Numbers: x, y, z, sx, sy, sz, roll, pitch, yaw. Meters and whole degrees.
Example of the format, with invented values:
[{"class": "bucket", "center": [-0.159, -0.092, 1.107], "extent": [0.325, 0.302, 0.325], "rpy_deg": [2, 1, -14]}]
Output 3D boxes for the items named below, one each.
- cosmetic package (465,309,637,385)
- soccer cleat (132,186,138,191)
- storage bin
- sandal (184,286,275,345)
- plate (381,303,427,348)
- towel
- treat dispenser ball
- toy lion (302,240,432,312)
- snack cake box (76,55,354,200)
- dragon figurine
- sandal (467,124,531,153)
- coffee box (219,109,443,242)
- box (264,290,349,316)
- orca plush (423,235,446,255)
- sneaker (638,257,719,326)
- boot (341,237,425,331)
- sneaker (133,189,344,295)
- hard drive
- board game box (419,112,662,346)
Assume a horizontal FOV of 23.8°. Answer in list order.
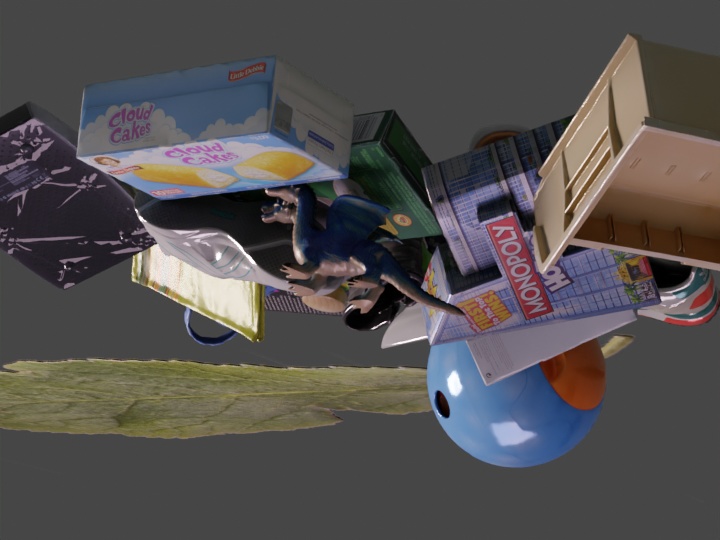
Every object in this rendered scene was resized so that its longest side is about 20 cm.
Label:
[{"class": "cosmetic package", "center": [0.184, 0.033, 1.608], "extent": [0.150, 0.052, 0.200], "rpy_deg": [-23, -173, 13]}, {"class": "soccer cleat", "center": [-0.122, -0.056, 1.581], "extent": [0.199, 0.084, 0.065], "rpy_deg": [14, 163, -32]}, {"class": "storage bin", "center": [0.253, -0.064, 1.278], "extent": [0.199, 0.094, 0.199], "rpy_deg": [9, 143, -16]}, {"class": "sandal", "center": [-0.122, 0.021, 1.718], "extent": [0.079, 0.087, 0.200], "rpy_deg": [26, 153, -13]}, {"class": "plate", "center": [0.134, 0.006, 1.657], "extent": [0.200, 0.032, 0.199], "rpy_deg": [-32, -173, -32]}, {"class": "towel", "center": [-0.163, 0.002, 1.689], "extent": [0.018, 0.087, 0.200], "rpy_deg": [-19, -150, -39]}, {"class": "treat dispenser ball", "center": [0.173, 0.118, 1.901], "extent": [0.200, 0.202, 0.201], "rpy_deg": [5, 165, 1]}, {"class": "toy lion", "center": [-0.046, -0.025, 1.737], "extent": [0.199, 0.069, 0.191], "rpy_deg": [-9, 152, 42]}, {"class": "snack cake box", "center": [-0.119, -0.113, 1.395], "extent": [0.199, 0.068, 0.115], "rpy_deg": [-4, 163, 33]}, {"class": "dragon figurine", "center": [-0.002, -0.024, 1.407], "extent": [0.199, 0.100, 0.059], "rpy_deg": [11, 154, 19]}, {"class": "sandal", "center": [0.117, -0.047, 1.483], "extent": [0.079, 0.059, 0.207], "rpy_deg": [2, 149, 6]}, {"class": "coffee box", "center": [-0.029, -0.075, 1.481], "extent": [0.199, 0.044, 0.123], "rpy_deg": [-7, 137, 36]}, {"class": "box", "center": [-0.069, 0.016, 1.935], "extent": [0.199, 0.036, 0.143], "rpy_deg": [3, 164, 4]}, {"class": "orca plush", "center": [0.111, -0.031, 1.615], "extent": [0.105, 0.072, 0.200], "rpy_deg": [14, 163, -30]}, {"class": "sneaker", "center": [0.265, 0.008, 1.751], "extent": [0.199, 0.071, 0.094], "rpy_deg": [2, 147, 21]}, {"class": "boot", "center": [0.000, 0.000, 1.585], "extent": [0.070, 0.132, 0.200], "rpy_deg": [23, 147, -18]}, {"class": "sneaker", "center": [-0.101, -0.023, 1.502], "extent": [0.199, 0.071, 0.080], "rpy_deg": [21, 153, 18]}, {"class": "hard drive", "center": [-0.279, -0.067, 1.533], "extent": [0.134, 0.042, 0.200], "rpy_deg": [-25, 139, 18]}, {"class": "board game box", "center": [0.130, -0.019, 1.425], "extent": [0.199, 0.062, 0.200], "rpy_deg": [-20, 138, 9]}]
